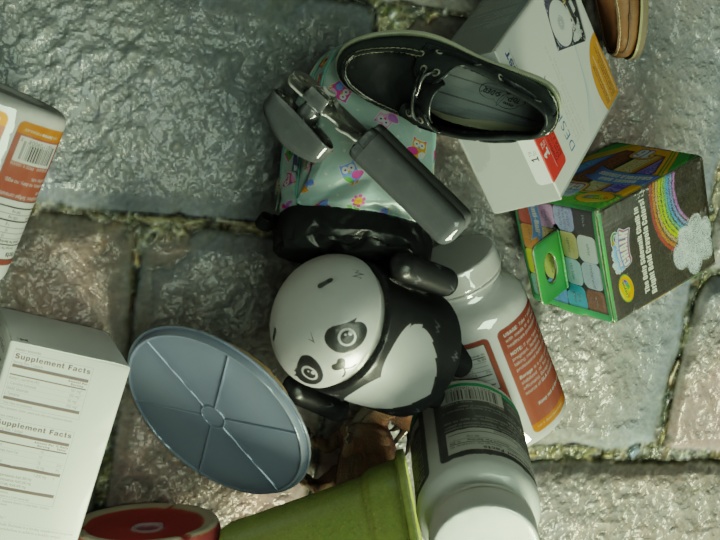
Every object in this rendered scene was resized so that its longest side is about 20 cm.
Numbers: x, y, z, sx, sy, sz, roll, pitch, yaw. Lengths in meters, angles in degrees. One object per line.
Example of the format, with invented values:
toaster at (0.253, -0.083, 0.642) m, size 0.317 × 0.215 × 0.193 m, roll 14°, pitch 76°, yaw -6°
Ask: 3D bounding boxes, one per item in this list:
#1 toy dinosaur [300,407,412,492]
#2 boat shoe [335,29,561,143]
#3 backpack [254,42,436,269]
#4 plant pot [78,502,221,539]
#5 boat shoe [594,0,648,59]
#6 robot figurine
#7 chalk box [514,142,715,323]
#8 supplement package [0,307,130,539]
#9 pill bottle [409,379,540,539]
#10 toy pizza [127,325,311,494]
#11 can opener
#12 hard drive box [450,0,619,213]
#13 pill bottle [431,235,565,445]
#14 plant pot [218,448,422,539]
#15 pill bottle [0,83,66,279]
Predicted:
toy dinosaur at (0.013, 0.197, 1.362) m, size 0.134 × 0.086 × 0.202 m, roll 3°, pitch 109°, yaw -31°
boat shoe at (0.072, -0.148, 1.130) m, size 0.198 × 0.066 × 0.075 m, roll 19°, pitch 117°, yaw -1°
backpack at (0.004, -0.106, 1.224) m, size 0.165 × 0.126 × 0.202 m, roll 10°, pitch 75°, yaw -19°
plant pot at (-0.199, 0.321, 1.251) m, size 0.199 × 0.200 × 0.179 m, roll -2°, pitch 95°, yaw -22°
boat shoe at (0.238, -0.307, 1.329) m, size 0.067 × 0.072 × 0.202 m, roll -10°, pitch 99°, yaw -16°
robot figurine at (0.011, 0.062, 1.200) m, size 0.199 × 0.124 × 0.152 m, roll 24°, pitch 76°, yaw -42°
chalk box at (0.240, -0.033, 1.348) m, size 0.199 × 0.124 × 0.126 m, roll -25°, pitch 114°, yaw -28°
supplement package at (-0.294, 0.151, 1.197) m, size 0.109 × 0.114 × 0.202 m, roll 15°, pitch 99°, yaw -24°
pill bottle at (0.104, 0.196, 1.222) m, size 0.112 × 0.200 × 0.114 m, roll 0°, pitch 115°, yaw 0°
toy pizza at (-0.128, 0.125, 1.236) m, size 0.032 × 0.199 × 0.201 m, roll -51°, pitch 122°, yaw -41°
can opener at (0.003, -0.090, 1.140) m, size 0.200 × 0.053 × 0.067 m, roll 45°, pitch 110°, yaw 2°
hard drive box at (0.158, -0.176, 1.263) m, size 0.157 × 0.076 × 0.200 m, roll 61°, pitch 40°, yaw -24°
pill bottle at (0.126, 0.072, 1.347) m, size 0.112 × 0.112 × 0.201 m, roll -29°, pitch 114°, yaw -13°
plant pot at (-0.030, 0.282, 1.236) m, size 0.182 × 0.201 × 0.202 m, roll -12°, pitch 110°, yaw 1°
pill bottle at (-0.333, -0.059, 1.123) m, size 0.111 × 0.112 × 0.201 m, roll 22°, pitch 96°, yaw -26°
